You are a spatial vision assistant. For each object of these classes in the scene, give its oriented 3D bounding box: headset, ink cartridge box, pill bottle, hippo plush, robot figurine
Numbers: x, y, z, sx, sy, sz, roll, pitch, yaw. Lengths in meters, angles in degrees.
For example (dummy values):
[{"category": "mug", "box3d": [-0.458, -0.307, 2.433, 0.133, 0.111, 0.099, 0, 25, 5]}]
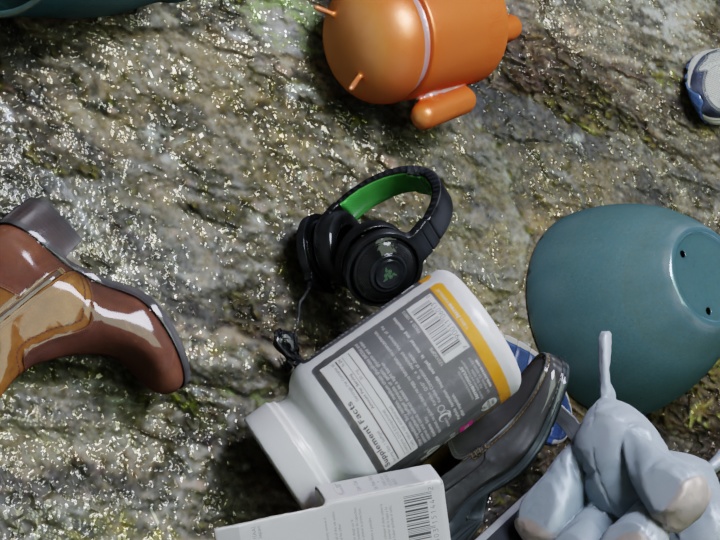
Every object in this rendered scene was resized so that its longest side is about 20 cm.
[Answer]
[{"category": "headset", "box3d": [0.000, 0.000, 1.476, 0.200, 0.123, 0.094, -47, 124, -22]}, {"category": "ink cartridge box", "box3d": [-0.014, 0.260, 1.351, 0.174, 0.045, 0.202, -10, 104, -10]}, {"category": "pill bottle", "box3d": [0.016, 0.098, 1.401, 0.199, 0.116, 0.117, -34, 96, -6]}, {"category": "hippo plush", "box3d": [0.227, 0.195, 1.495, 0.160, 0.159, 0.201, 34, 20, -44]}, {"category": "robot figurine", "box3d": [0.048, -0.211, 1.576, 0.199, 0.116, 0.145, -18, 125, -39]}]

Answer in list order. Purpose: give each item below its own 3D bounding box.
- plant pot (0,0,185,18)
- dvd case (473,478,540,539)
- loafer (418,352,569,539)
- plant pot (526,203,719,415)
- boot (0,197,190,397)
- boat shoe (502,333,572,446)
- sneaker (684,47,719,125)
[{"category": "plant pot", "box3d": [-0.202, -0.284, 1.379, 0.187, 0.199, 0.202, 1, 73, -52]}, {"category": "dvd case", "box3d": [0.174, 0.251, 1.494, 0.150, 0.025, 0.200, 38, 32, 15]}, {"category": "loafer", "box3d": [0.094, 0.144, 1.462, 0.072, 0.073, 0.201, 34, 95, -12]}, {"category": "plant pot", "box3d": [0.270, 0.024, 1.646, 0.199, 0.134, 0.202, 13, 68, -33]}, {"category": "boot", "box3d": [-0.239, 0.071, 1.297, 0.189, 0.068, 0.200, 49, 53, -13]}, {"category": "boat shoe", "box3d": [0.093, 0.087, 1.532, 0.199, 0.072, 0.073, 37, 56, -19]}, {"category": "sneaker", "box3d": [0.413, -0.214, 1.864, 0.199, 0.085, 0.078, -29, 92, -38]}]
